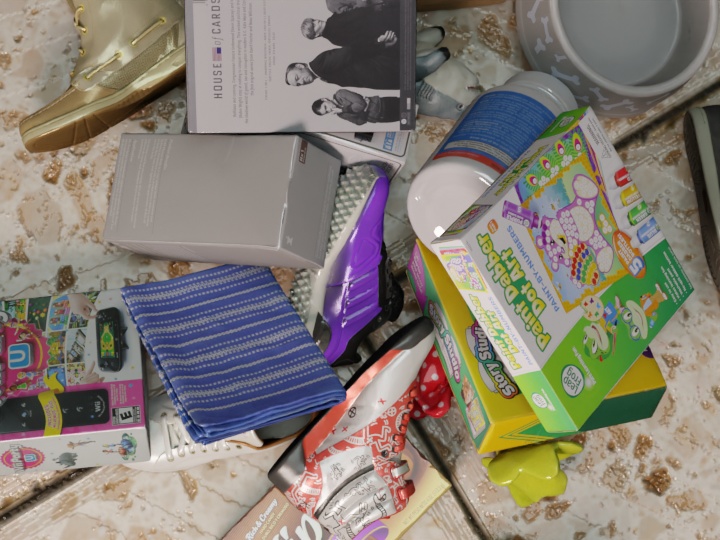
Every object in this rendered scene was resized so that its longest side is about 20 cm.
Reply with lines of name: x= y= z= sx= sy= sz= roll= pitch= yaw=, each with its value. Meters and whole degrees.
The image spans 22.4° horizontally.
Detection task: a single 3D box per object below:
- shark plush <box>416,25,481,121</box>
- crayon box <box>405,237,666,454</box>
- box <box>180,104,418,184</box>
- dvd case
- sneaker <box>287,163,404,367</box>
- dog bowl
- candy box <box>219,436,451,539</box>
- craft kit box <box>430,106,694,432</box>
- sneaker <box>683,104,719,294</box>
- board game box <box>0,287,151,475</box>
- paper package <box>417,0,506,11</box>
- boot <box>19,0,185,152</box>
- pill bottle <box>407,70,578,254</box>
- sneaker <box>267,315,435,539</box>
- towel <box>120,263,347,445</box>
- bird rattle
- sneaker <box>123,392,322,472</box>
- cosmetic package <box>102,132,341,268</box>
shark plush: x=0.014 y=-0.165 z=1.710 sx=0.199 sy=0.091 sz=0.084 roll=-13 pitch=113 yaw=-9
crayon box: x=0.155 y=0.052 z=1.631 sx=0.171 sy=0.058 sz=0.201 roll=-10 pitch=57 yaw=-17
box: x=-0.058 y=-0.134 z=1.659 sx=0.199 sy=0.117 sz=0.061 roll=16 pitch=71 yaw=-7
dvd case: x=-0.051 y=-0.193 z=1.563 sx=0.198 sy=0.025 sz=0.151 roll=0 pitch=107 yaw=-2
sneaker: x=0.000 y=0.000 z=1.661 sx=0.099 sy=0.070 sz=0.201 roll=14 pitch=111 yaw=-24
dog bowl: x=0.247 y=-0.246 z=1.708 sx=0.199 sy=0.059 sz=0.202 roll=1 pitch=85 yaw=-17
candy box: x=-0.028 y=0.225 z=1.653 sx=0.200 sy=0.056 sz=0.117 roll=-44 pitch=86 yaw=-9
craft kit box: x=0.176 y=-0.002 z=1.541 sx=0.197 sy=0.048 sz=0.201 roll=-44 pitch=111 yaw=-29
sneaker: x=0.373 y=-0.064 z=1.702 sx=0.105 sy=0.075 sz=0.201 roll=-9 pitch=81 yaw=-1
board game box: x=-0.292 y=0.102 z=1.631 sx=0.199 sy=0.064 sz=0.148 roll=-6 pitch=58 yaw=-4
paper package: x=0.058 y=-0.308 z=1.663 sx=0.189 sy=0.200 sz=0.104 roll=-6 pitch=84 yaw=-4
boot: x=-0.257 y=-0.215 z=1.698 sx=0.199 sy=0.073 sz=0.156 roll=-32 pitch=85 yaw=-8
pill bottle: x=0.128 y=-0.098 z=1.640 sx=0.112 sy=0.112 sz=0.200 roll=34 pitch=44 yaw=3
sneaker: x=0.022 y=0.143 z=1.599 sx=0.108 sy=0.067 sz=0.201 roll=43 pitch=91 yaw=-3
towel: x=-0.113 y=0.064 z=1.594 sx=0.144 sy=0.024 sz=0.200 roll=-15 pitch=46 yaw=-21
bird rattle: x=0.133 y=0.115 z=1.676 sx=0.163 sy=0.113 sz=0.200 roll=-37 pitch=72 yaw=-19
sneaker: x=-0.130 y=0.136 z=1.648 sx=0.199 sy=0.085 sz=0.073 roll=-12 pitch=84 yaw=-3
cosmetic package: x=-0.125 y=-0.063 z=1.631 sx=0.199 sy=0.090 sz=0.108 roll=6 pitch=80 yaw=29
